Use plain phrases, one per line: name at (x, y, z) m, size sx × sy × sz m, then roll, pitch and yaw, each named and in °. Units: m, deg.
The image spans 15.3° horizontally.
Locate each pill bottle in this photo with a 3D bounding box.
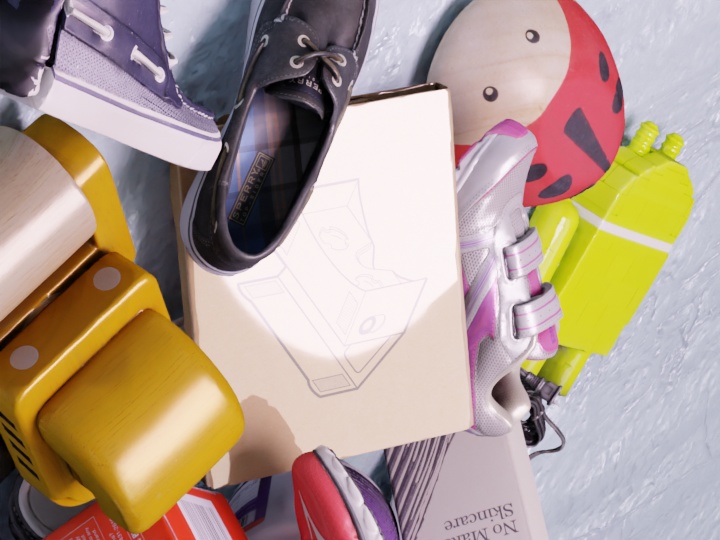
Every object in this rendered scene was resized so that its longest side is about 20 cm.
pill bottle at (-0.031, 0.172, 1.574) m, size 0.200 × 0.111 × 0.112 m, roll -85°, pitch -159°, yaw -78°

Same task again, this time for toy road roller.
toy road roller at (-0.139, 0.038, 1.311) m, size 0.123 × 0.146 × 0.200 m, roll -45°, pitch 149°, yaw -22°

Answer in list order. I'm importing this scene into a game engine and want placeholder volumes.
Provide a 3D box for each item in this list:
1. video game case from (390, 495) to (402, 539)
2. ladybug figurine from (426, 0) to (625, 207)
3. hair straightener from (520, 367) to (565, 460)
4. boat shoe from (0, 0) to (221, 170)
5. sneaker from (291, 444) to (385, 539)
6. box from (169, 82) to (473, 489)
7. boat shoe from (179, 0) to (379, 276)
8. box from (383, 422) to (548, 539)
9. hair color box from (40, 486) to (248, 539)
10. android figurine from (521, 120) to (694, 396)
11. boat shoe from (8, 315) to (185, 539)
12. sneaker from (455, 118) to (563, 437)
video game case at (0.050, 0.210, 1.823) m, size 0.182 × 0.023 × 0.200 m, roll 47°, pitch 54°, yaw -60°
ladybug figurine at (0.108, -0.099, 1.634) m, size 0.136 × 0.072 × 0.200 m, roll -57°, pitch 151°, yaw -1°
hair straightener at (0.096, 0.085, 1.783) m, size 0.041 × 0.077 × 0.200 m, roll -54°, pitch 150°, yaw -26°
boat shoe at (-0.110, -0.110, 1.290) m, size 0.093 × 0.075 × 0.200 m, roll -67°, pitch 158°, yaw 2°
sneaker at (-0.025, 0.194, 1.429) m, size 0.085 × 0.077 × 0.200 m, roll -7°, pitch 101°, yaw -14°
box at (-0.019, 0.007, 1.461) m, size 0.163 × 0.021 × 0.200 m, roll -11°, pitch 108°, yaw -22°
boat shoe at (-0.033, -0.090, 1.388) m, size 0.069 × 0.057 × 0.200 m, roll 23°, pitch 83°, yaw -20°
box at (0.058, 0.111, 1.629) m, size 0.082 × 0.200 × 0.068 m, roll -19°, pitch 149°, yaw 8°
hair color box at (-0.159, 0.190, 1.435) m, size 0.200 × 0.061 × 0.101 m, roll -36°, pitch 156°, yaw 12°
android figurine at (0.162, -0.009, 1.836) m, size 0.182 × 0.041 × 0.200 m, roll 11°, pitch 109°, yaw -59°
boat shoe at (-0.119, 0.082, 1.485) m, size 0.200 × 0.067 × 0.057 m, roll -40°, pitch -177°, yaw -27°
sneaker at (0.079, 0.009, 1.539) m, size 0.081 × 0.088 × 0.200 m, roll -39°, pitch 145°, yaw -54°
